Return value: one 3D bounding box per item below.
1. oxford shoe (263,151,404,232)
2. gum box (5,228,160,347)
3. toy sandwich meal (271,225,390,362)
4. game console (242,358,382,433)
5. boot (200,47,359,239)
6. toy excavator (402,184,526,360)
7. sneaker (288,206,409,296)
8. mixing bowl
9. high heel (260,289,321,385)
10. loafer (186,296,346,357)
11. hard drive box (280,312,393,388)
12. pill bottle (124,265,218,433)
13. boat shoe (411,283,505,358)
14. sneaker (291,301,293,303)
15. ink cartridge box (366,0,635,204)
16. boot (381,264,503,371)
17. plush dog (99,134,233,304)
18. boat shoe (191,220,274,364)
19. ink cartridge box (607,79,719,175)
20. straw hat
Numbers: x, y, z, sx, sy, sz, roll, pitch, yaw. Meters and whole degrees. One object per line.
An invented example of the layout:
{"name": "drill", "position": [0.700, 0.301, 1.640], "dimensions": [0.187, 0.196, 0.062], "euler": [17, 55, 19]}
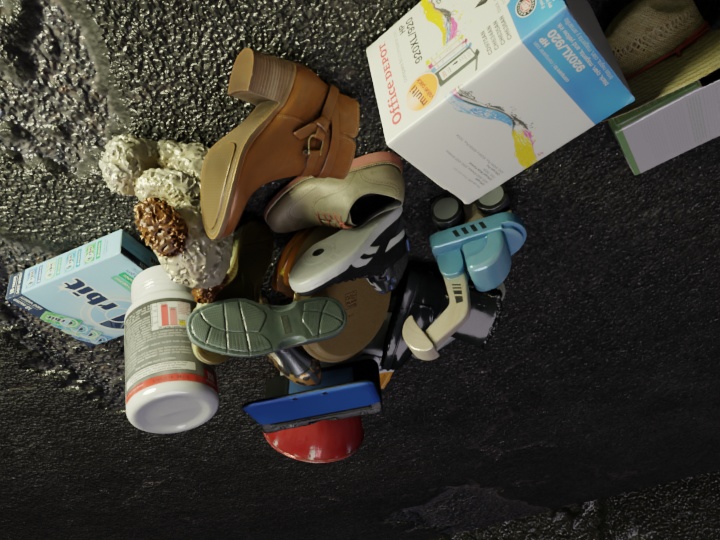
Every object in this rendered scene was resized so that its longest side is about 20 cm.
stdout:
{"name": "oxford shoe", "position": [-0.036, -0.084, 0.859], "dimensions": [0.197, 0.076, 0.070], "euler": [-22, 144, 18]}
{"name": "gum box", "position": [-0.373, 0.032, 0.983], "dimensions": [0.197, 0.045, 0.170], "euler": [-20, 145, 15]}
{"name": "toy sandwich meal", "position": [-0.039, 0.031, 0.954], "dimensions": [0.070, 0.208, 0.204], "euler": [16, 169, 44]}
{"name": "game console", "position": [-0.071, 0.176, 1.057], "dimensions": [0.196, 0.172, 0.120], "euler": [-11, 122, 3]}
{"name": "boot", "position": [-0.079, -0.117, 0.722], "dimensions": [0.153, 0.073, 0.203], "euler": [13, 98, -41]}
{"name": "toy excavator", "position": [0.140, 0.004, 0.914], "dimensions": [0.191, 0.203, 0.100], "euler": [-17, 145, 13]}
{"name": "sneaker", "position": [0.000, 0.000, 0.882], "dimensions": [0.072, 0.199, 0.113], "euler": [16, 136, 44]}
{"name": "mixing bowl", "position": [-0.084, 0.256, 1.280], "dimensions": [0.196, 0.201, 0.110], "euler": [2, 112, -15]}
{"name": "high heel", "position": [-0.133, 0.095, 0.996], "dimensions": [0.071, 0.200, 0.143], "euler": [-43, 126, -8]}
{"name": "loafer", "position": [-0.116, 0.075, 0.833], "dimensions": [0.196, 0.073, 0.063], "euler": [-3, 159, -21]}
{"name": "hard drive box", "position": [-0.037, 0.145, 1.196], "dimensions": [0.196, 0.078, 0.157], "euler": [1, 145, -14]}
{"name": "pill bottle", "position": [-0.253, 0.099, 0.892], "dimensions": [0.114, 0.202, 0.117], "euler": [-10, 144, -8]}
{"name": "boat shoe", "position": [0.161, 0.075, 1.149], "dimensions": [0.200, 0.070, 0.071], "euler": [-40, 173, 15]}
{"name": "sneaker", "position": [-0.068, 0.076, 1.037], "dimensions": [0.079, 0.077, 0.203], "euler": [6, 118, -26]}
{"name": "ink cartridge box", "position": [0.129, -0.196, 0.665], "dimensions": [0.199, 0.149, 0.144], "euler": [-32, 140, 31]}
{"name": "boot", "position": [0.129, 0.089, 1.080], "dimensions": [0.160, 0.074, 0.201], "euler": [15, 110, -6]}
{"name": "plush dog", "position": [-0.189, -0.057, 0.776], "dimensions": [0.158, 0.174, 0.201], "euler": [-16, 145, 11]}
{"name": "boat shoe", "position": [-0.173, 0.029, 0.881], "dimensions": [0.073, 0.204, 0.063], "euler": [32, 149, -33]}
{"name": "ink cartridge box", "position": [0.400, -0.197, 0.794], "dimensions": [0.198, 0.049, 0.145], "euler": [-27, 154, 23]}
{"name": "straw hat", "position": [0.300, -0.237, 0.691], "dimensions": [0.199, 0.201, 0.086], "euler": [-26, 102, 25]}
